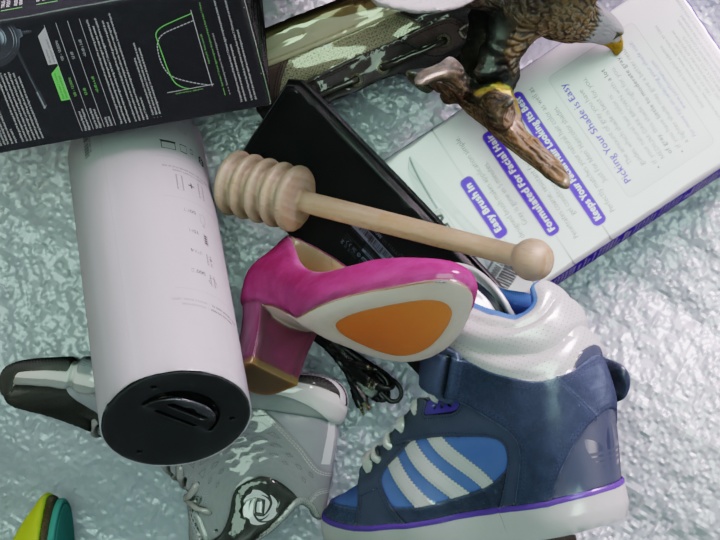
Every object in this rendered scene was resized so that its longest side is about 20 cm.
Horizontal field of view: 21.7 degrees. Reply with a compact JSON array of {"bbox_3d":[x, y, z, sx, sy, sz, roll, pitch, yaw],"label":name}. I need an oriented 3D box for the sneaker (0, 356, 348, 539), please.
[{"bbox_3d":[-0.110,0.109,1.056,0.199,0.075,0.116,4,88,6],"label":"sneaker"}]

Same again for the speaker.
[{"bbox_3d":[-0.111,0.005,1.015,0.081,0.081,0.201,-16,50,2],"label":"speaker"}]

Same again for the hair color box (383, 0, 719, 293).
[{"bbox_3d":[0.119,-0.063,1.063,0.200,0.065,0.110,-33,83,-1],"label":"hair color box"}]

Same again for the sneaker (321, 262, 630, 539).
[{"bbox_3d":[0.048,0.070,0.995,0.200,0.080,0.147,-13,91,42],"label":"sneaker"}]

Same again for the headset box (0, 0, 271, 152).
[{"bbox_3d":[-0.158,-0.163,1.040,0.199,0.093,0.175,-9,46,4],"label":"headset box"}]

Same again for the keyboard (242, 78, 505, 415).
[{"bbox_3d":[0.000,0.000,1.055,0.200,0.021,0.127,48,125,15],"label":"keyboard"}]

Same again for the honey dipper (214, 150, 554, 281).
[{"bbox_3d":[0.012,-0.027,1.005,0.199,0.038,0.038,14,84,29],"label":"honey dipper"}]

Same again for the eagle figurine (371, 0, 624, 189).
[{"bbox_3d":[0.111,-0.162,0.980,0.152,0.151,0.200,36,98,11],"label":"eagle figurine"}]

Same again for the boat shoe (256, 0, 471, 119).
[{"bbox_3d":[0.028,-0.134,1.079,0.200,0.072,0.066,-17,104,2],"label":"boat shoe"}]

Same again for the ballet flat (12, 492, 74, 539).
[{"bbox_3d":[-0.193,0.227,1.053,0.067,0.067,0.201,-4,85,6],"label":"ballet flat"}]

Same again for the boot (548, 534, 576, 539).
[{"bbox_3d":[0.034,0.221,0.988,0.199,0.077,0.139,-7,82,-14],"label":"boot"}]

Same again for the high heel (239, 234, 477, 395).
[{"bbox_3d":[0.000,0.001,0.968,0.067,0.200,0.096,26,62,-21],"label":"high heel"}]
